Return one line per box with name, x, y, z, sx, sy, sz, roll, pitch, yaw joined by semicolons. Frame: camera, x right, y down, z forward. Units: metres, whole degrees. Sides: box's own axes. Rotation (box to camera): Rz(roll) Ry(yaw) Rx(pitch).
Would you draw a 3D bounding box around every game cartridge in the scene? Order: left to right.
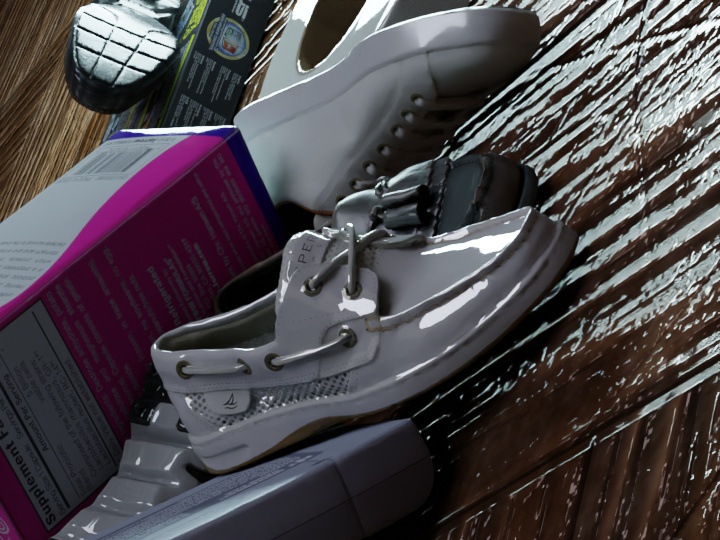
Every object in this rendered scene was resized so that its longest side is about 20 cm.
game cartridge;-0.073;0.112;0.898;0.199;0.041;0.133;-24;-1;-19

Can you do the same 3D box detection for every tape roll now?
tape roll;0.009;-0.143;1.251;0.203;0.037;0.203;-54;18;27

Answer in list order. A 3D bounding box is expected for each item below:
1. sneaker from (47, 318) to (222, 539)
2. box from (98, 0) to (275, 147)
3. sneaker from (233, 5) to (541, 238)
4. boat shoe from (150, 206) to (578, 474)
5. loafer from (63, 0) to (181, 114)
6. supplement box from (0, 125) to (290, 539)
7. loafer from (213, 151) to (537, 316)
sneaker;-0.085;0.125;1.017;0.066;0.091;0.201;7;58;43
box;-0.132;-0.092;1.567;0.160;0.044;0.201;-39;28;51
sneaker;0.019;-0.060;1.079;0.200;0.072;0.085;-25;73;52
boat shoe;-0.007;0.016;0.922;0.199;0.070;0.071;-28;15;32
loafer;-0.159;-0.137;1.539;0.200;0.072;0.073;-77;13;-66
supplement box;-0.131;0.028;1.085;0.101;0.104;0.200;2;34;49
loafer;0.000;0.000;1.005;0.200;0.063;0.072;-38;28;53
